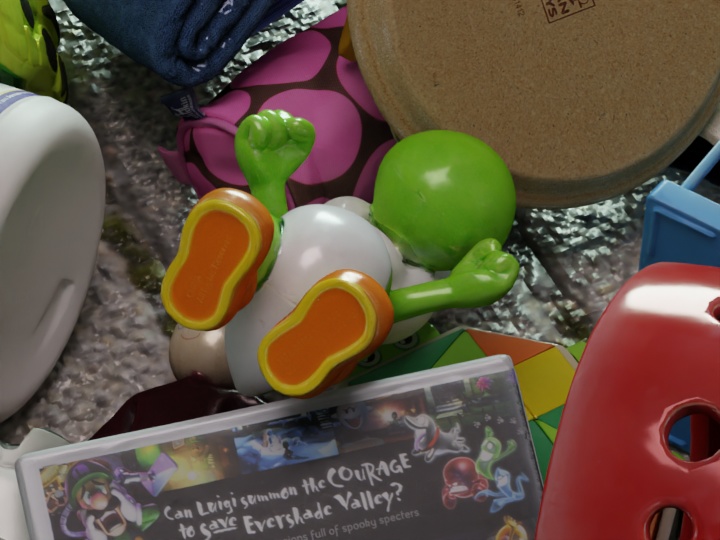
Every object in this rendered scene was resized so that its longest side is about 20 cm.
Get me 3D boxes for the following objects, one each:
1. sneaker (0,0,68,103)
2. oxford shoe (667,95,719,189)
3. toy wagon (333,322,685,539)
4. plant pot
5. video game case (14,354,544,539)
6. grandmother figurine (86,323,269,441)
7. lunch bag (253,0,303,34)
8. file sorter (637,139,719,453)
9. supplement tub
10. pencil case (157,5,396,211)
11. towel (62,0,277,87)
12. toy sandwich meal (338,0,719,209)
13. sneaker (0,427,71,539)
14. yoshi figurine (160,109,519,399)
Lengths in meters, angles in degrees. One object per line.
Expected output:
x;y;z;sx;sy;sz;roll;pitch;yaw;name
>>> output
-0.183;-0.105;1.301;0.084;0.200;0.074;-14;74;2;sneaker
0.197;-0.060;1.328;0.200;0.070;0.075;7;62;17;oxford shoe
0.041;0.080;1.227;0.155;0.040;0.200;-24;54;-18;toy wagon
0.175;0.108;1.060;0.182;0.200;0.200;11;51;21;plant pot
-0.017;0.140;1.130;0.200;0.023;0.182;-11;79;-9;video game case
-0.076;0.084;1.209;0.121;0.061;0.200;4;52;19;grandmother figurine
-0.028;-0.207;1.385;0.200;0.082;0.161;-32;43;27;lunch bag
0.228;0.023;1.205;0.200;0.139;0.123;27;53;22;file sorter
-0.226;-0.027;1.256;0.200;0.145;0.145;17;53;16;supplement tub
0.005;-0.091;1.345;0.200;0.091;0.094;-37;27;-28;pencil case
-0.101;-0.164;1.333;0.112;0.049;0.200;-55;41;4;towel
0.079;-0.126;1.291;0.205;0.205;0.070;-22;9;-16;toy sandwich meal
-0.214;0.111;1.176;0.200;0.074;0.089;-4;54;18;sneaker
0.005;-0.015;1.184;0.112;0.112;0.200;-7;5;20;yoshi figurine
